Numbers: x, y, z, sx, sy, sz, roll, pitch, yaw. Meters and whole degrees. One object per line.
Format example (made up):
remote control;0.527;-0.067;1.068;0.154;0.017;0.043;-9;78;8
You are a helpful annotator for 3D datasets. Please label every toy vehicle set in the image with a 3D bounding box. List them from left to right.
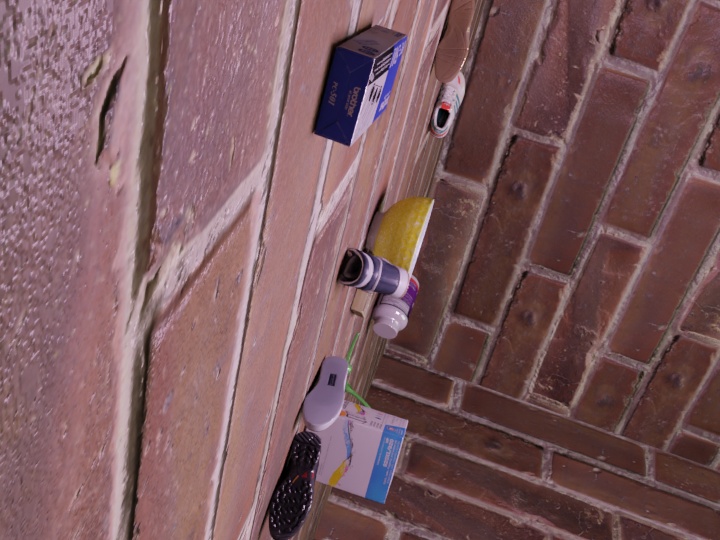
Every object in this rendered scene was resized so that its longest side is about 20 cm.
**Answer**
toy vehicle set;0.025;0.003;1.921;0.124;0.026;0.203;66;42;-82

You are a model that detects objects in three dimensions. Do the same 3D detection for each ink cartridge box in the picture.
ink cartridge box;-0.018;0.364;1.760;0.147;0.197;0.147;-30;136;-81
ink cartridge box;0.004;-0.210;0.940;0.200;0.044;0.095;-61;169;-65

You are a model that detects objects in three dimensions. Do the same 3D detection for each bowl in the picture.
bowl;0.072;-0.068;1.745;0.200;0.106;0.203;19;90;-85

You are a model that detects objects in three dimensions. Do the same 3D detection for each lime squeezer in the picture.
lime squeezer;-0.020;0.262;2.137;0.038;0.070;0.203;5;74;-68

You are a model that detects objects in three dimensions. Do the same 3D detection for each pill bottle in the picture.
pill bottle;0.103;0.104;2.585;0.113;0.111;0.202;101;9;-55

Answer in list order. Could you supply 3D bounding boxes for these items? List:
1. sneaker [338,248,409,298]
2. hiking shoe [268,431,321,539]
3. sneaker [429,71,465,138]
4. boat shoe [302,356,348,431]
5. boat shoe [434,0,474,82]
sneaker;0.000;0.000;1.525;0.199;0.107;0.071;15;-92;65
hiking shoe;-0.114;0.406;1.570;0.101;0.075;0.202;90;18;-63
sneaker;0.253;-0.478;2.420;0.093;0.069;0.203;-84;-166;-88
boat shoe;-0.062;0.243;1.589;0.201;0.072;0.066;-61;164;-57
boat shoe;0.219;-0.528;1.938;0.065;0.071;0.203;-26;128;-76
